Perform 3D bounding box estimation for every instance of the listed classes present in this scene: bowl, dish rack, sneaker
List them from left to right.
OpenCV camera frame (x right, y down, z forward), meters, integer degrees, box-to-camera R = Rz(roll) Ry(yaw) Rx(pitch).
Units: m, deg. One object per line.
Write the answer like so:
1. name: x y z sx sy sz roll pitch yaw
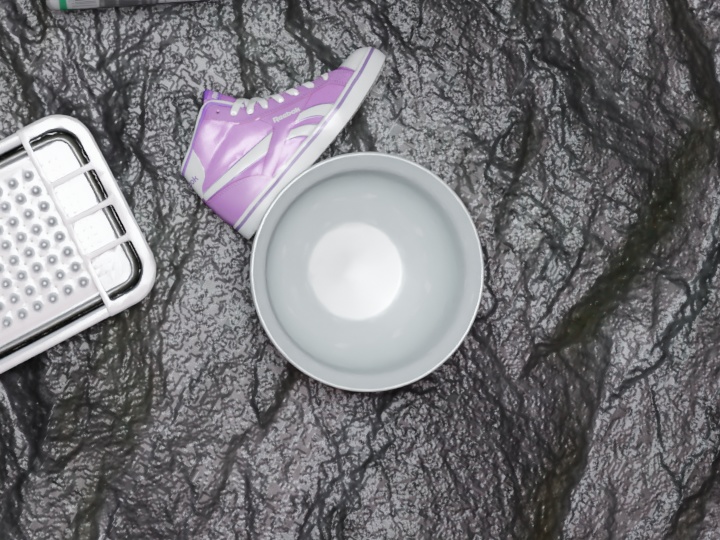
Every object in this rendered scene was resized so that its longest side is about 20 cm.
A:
1. dish rack: -0.289 -0.018 1.227 0.199 0.044 0.173 -28 97 -9
2. sneaker: -0.072 -0.138 1.251 0.114 0.073 0.201 42 81 -2
3. bowl: 0.000 0.000 1.256 0.199 0.090 0.204 0 92 -10

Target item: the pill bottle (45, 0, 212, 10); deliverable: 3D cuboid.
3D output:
1. pill bottle: -0.166 -0.278 1.209 0.198 0.113 0.114 -6 92 -11
